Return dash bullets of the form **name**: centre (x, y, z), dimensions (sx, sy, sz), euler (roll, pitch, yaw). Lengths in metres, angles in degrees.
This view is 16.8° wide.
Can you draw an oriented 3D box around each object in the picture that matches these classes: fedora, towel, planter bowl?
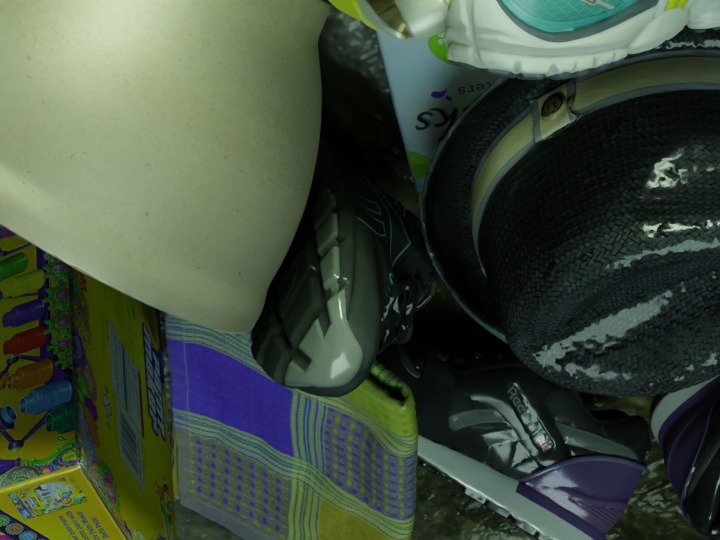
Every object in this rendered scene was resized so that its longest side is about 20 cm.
- **fedora**: centre (0.124, -0.009, 1.011), dimensions (0.200, 0.092, 0.201), euler (1, 134, 1)
- **towel**: centre (-0.036, 0.085, 1.182), dimensions (0.143, 0.023, 0.200), euler (29, 147, 16)
- **planter bowl**: centre (-0.095, -0.084, 0.984), dimensions (0.200, 0.200, 0.135), euler (29, 97, -31)

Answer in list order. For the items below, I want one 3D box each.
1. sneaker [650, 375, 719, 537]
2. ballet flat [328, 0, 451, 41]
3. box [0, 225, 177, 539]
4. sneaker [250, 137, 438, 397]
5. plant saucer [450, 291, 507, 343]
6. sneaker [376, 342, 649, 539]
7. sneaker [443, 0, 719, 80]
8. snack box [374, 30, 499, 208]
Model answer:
- **sneaker**: centre (0.231, 0.060, 1.225), dimensions (0.076, 0.088, 0.200), euler (20, 128, -25)
- **ballet flat**: centre (0.012, -0.124, 0.903), dimensions (0.067, 0.067, 0.200), euler (-28, 156, 1)
- **box**: centre (-0.194, 0.074, 1.095), dimensions (0.192, 0.200, 0.122), euler (-17, 135, 8)
- **sneaker**: centre (0.000, 0.000, 1.044), dimensions (0.079, 0.200, 0.076), euler (28, 111, -15)
- **plant saucer**: centre (0.136, -0.010, 1.115), dimensions (0.199, 0.036, 0.200), euler (-5, 139, -5)
- **sneaker**: centre (0.056, 0.061, 1.218), dimensions (0.200, 0.076, 0.088), euler (33, 88, -20)
- **sneaker**: centre (0.110, -0.131, 0.916), dimensions (0.200, 0.077, 0.080), euler (-26, 125, -42)
- **snack box**: centre (0.077, -0.115, 1.055), dimensions (0.142, 0.053, 0.200), euler (-11, 136, 4)
